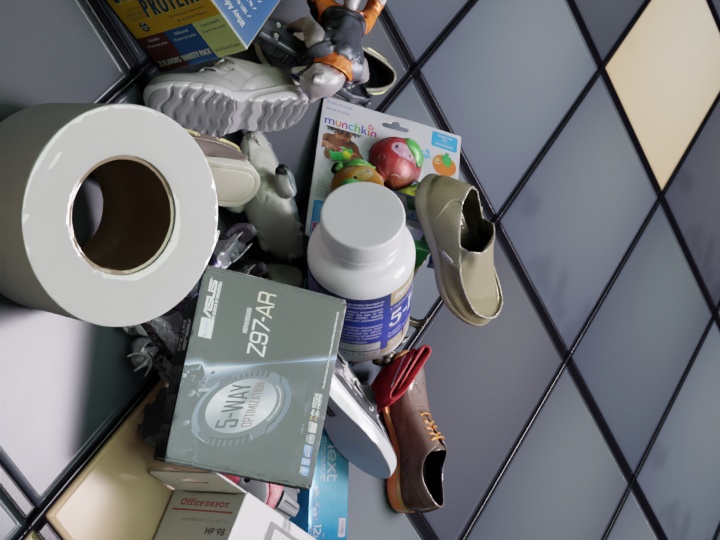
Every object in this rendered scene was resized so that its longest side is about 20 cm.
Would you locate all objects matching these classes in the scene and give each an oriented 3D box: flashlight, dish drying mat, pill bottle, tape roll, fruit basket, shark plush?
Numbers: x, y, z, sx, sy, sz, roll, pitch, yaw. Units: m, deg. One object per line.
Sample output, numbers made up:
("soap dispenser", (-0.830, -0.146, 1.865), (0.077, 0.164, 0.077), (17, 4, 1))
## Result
("flashlight", (-0.150, 0.207, 1.468), (0.068, 0.068, 0.200), (-47, 125, 4))
("dish drying mat", (0.034, 0.129, 1.594), (0.018, 0.200, 0.077), (33, 74, -4))
("pill bottle", (0.000, 0.000, 1.532), (0.200, 0.119, 0.120), (92, 21, -55))
("tape roll", (-0.252, -0.055, 1.296), (0.202, 0.139, 0.204), (-6, 99, -39))
("fruit basket", (0.034, -0.106, 1.654), (0.185, 0.094, 0.201), (16, 64, -14))
("shark plush", (-0.082, -0.064, 1.579), (0.200, 0.091, 0.083), (54, 19, -23))

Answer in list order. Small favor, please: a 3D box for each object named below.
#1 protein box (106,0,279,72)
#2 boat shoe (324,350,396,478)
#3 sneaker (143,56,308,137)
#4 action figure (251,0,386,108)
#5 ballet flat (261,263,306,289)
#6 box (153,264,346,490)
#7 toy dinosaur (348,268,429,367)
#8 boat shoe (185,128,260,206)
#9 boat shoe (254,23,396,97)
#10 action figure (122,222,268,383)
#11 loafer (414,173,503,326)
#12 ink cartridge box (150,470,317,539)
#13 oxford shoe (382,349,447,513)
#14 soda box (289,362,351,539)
("protein box", (-0.174, -0.356, 1.457), (0.199, 0.135, 0.200), (52, 50, -31))
("boat shoe", (-0.015, 0.140, 1.526), (0.200, 0.070, 0.066), (51, 53, -18))
("sneaker", (-0.156, -0.194, 1.524), (0.200, 0.075, 0.082), (-2, 50, -42))
("action figure", (-0.047, -0.279, 1.556), (0.199, 0.105, 0.194), (21, 60, -25))
("ballet flat", (-0.106, 0.089, 1.542), (0.063, 0.067, 0.201), (14, 74, -18))
("box", (-0.110, 0.110, 1.414), (0.160, 0.044, 0.201), (16, 79, -22))
("toy dinosaur", (0.013, 0.058, 1.675), (0.102, 0.077, 0.200), (47, 58, 1))
("boat shoe", (-0.200, -0.119, 1.452), (0.199, 0.072, 0.060), (11, 33, -33))
("boat shoe", (-0.039, -0.250, 1.651), (0.201, 0.060, 0.072), (14, 75, -47))
("action figure", (-0.177, 0.036, 1.455), (0.200, 0.069, 0.130), (-50, 126, -36))
("loafer", (0.123, -0.019, 1.595), (0.076, 0.068, 0.200), (-49, 126, -37))
("ink cartridge box", (-0.129, 0.281, 1.440), (0.200, 0.116, 0.067), (42, 57, -36))
("oxford shoe", (0.076, 0.197, 1.714), (0.071, 0.073, 0.201), (1, 84, -48))
("soda box", (-0.057, 0.202, 1.566), (0.064, 0.068, 0.201), (12, 76, -45))
